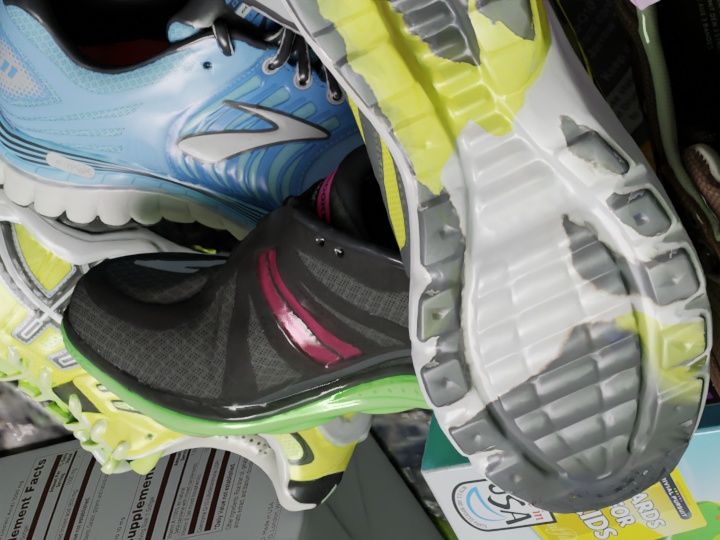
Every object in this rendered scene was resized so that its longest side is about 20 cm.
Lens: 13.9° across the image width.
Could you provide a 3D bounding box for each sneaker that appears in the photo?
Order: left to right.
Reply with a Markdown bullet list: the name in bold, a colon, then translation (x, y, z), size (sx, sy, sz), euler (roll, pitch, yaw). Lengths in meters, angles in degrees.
- **sneaker**: translation (-0.087, 0.023, 0.971), size (0.200, 0.077, 0.075), euler (14, 164, -7)
- **sneaker**: translation (-0.025, -0.054, 0.905), size (0.200, 0.078, 0.090), euler (7, 132, 8)
- **sneaker**: translation (0.000, 0.000, 0.845), size (0.200, 0.077, 0.084), euler (-3, 115, 30)
- **sneaker**: translation (0.035, -0.035, 0.732), size (0.074, 0.085, 0.200), euler (-18, 111, 7)
- **sneaker**: translation (0.101, -0.012, 0.741), size (0.070, 0.076, 0.200), euler (-15, 107, 21)

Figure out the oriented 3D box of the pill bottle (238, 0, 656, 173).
- **pill bottle**: translation (0.023, -0.108, 0.809), size (0.200, 0.116, 0.116), euler (29, 134, -14)

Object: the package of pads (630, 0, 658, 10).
- **package of pads**: translation (0.116, -0.146, 0.661), size (0.200, 0.121, 0.076), euler (-29, 121, 0)

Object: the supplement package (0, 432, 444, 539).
- **supplement package**: translation (-0.065, 0.172, 1.088), size (0.200, 0.147, 0.191), euler (-14, 129, 25)

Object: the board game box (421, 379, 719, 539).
- **board game box**: translation (0.139, 0.080, 0.865), size (0.200, 0.047, 0.151), euler (-10, 131, 24)
